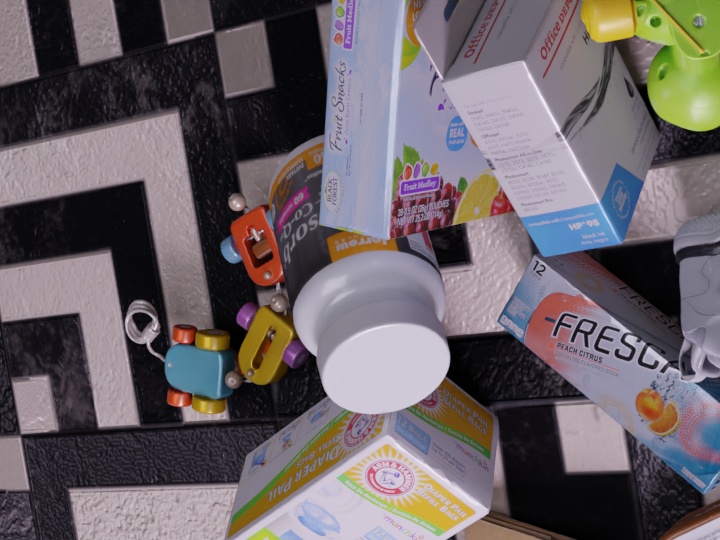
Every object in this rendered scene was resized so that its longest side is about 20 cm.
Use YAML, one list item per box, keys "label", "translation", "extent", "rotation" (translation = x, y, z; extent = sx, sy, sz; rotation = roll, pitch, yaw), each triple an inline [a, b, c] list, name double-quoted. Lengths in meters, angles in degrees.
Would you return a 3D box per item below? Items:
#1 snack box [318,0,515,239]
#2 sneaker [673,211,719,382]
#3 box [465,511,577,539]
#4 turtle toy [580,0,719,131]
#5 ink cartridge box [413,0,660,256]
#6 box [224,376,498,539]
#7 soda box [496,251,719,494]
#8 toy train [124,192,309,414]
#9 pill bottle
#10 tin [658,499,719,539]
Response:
- label: "snack box"
  translation: [0.056, -0.120, 1.100]
  extent: [0.067, 0.199, 0.171]
  rotation: [12, 104, 32]
- label: "sneaker"
  translation: [0.291, 0.017, 1.010]
  extent: [0.198, 0.075, 0.116]
  rotation: [-8, 63, 40]
- label: "box"
  translation: [0.145, 0.301, 1.201]
  extent: [0.162, 0.021, 0.203]
  rotation: [10, 104, 44]
- label: "turtle toy"
  translation: [0.213, -0.193, 1.034]
  extent: [0.144, 0.101, 0.203]
  rotation: [-10, 92, 6]
- label: "ink cartridge box"
  translation: [0.123, -0.123, 1.047]
  extent: [0.066, 0.116, 0.201]
  rotation: [-8, 130, 36]
- label: "box"
  translation: [0.001, 0.166, 1.221]
  extent: [0.112, 0.102, 0.199]
  rotation: [39, 125, -21]
- label: "soda box"
  translation: [0.196, 0.066, 1.111]
  extent: [0.200, 0.068, 0.064]
  rotation: [40, 118, 25]
- label: "toy train"
  translation: [-0.106, 0.033, 1.333]
  extent: [0.199, 0.055, 0.151]
  rotation: [-35, 76, 31]
- label: "pill bottle"
  translation: [0.000, 0.000, 1.162]
  extent: [0.117, 0.115, 0.201]
  rotation: [-50, 36, 30]
- label: "tin"
  translation: [0.287, 0.207, 1.093]
  extent: [0.199, 0.042, 0.113]
  rotation: [-35, 73, 34]
